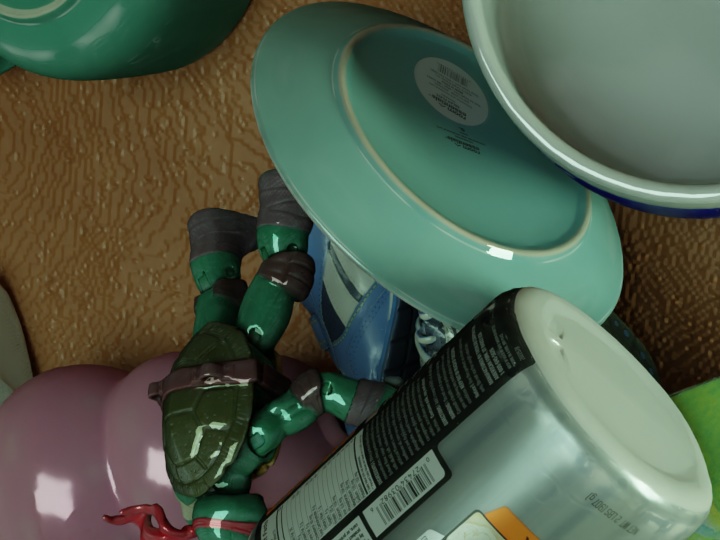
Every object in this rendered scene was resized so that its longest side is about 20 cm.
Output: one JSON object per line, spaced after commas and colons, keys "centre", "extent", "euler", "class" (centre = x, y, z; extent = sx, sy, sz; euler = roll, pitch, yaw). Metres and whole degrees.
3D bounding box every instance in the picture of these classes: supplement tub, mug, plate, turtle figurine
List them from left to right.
{"centre": [-0.145, -0.159, 1.020], "extent": [0.152, 0.114, 0.186], "euler": [27, 109, 20], "class": "mug"}
{"centre": [-0.046, 0.061, 0.914], "extent": [0.149, 0.101, 0.201], "euler": [-13, 66, 34], "class": "turtle figurine"}
{"centre": [0.035, 0.113, 0.820], "extent": [0.200, 0.122, 0.123], "euler": [-44, 78, 20], "class": "supplement tub"}
{"centre": [0.042, -0.053, 0.895], "extent": [0.200, 0.200, 0.026], "euler": [49, 128, 12], "class": "plate"}

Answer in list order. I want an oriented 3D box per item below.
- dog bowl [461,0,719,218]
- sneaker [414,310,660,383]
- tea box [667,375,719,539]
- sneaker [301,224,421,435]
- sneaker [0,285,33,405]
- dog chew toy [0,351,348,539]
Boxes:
{"centre": [0.146, -0.124, 0.867], "extent": [0.199, 0.079, 0.201], "euler": [-1, 85, 11], "class": "dog bowl"}
{"centre": [0.053, 0.022, 0.941], "extent": [0.085, 0.077, 0.200], "euler": [-33, 107, 28], "class": "sneaker"}
{"centre": [0.147, 0.170, 0.890], "extent": [0.196, 0.133, 0.201], "euler": [-24, 69, 26], "class": "tea box"}
{"centre": [0.000, 0.000, 1.001], "extent": [0.082, 0.074, 0.201], "euler": [-2, 92, 32], "class": "sneaker"}
{"centre": [-0.220, 0.107, 1.130], "extent": [0.088, 0.075, 0.201], "euler": [-20, 79, 32], "class": "sneaker"}
{"centre": [-0.099, 0.098, 1.040], "extent": [0.199, 0.124, 0.125], "euler": [-17, 90, 19], "class": "dog chew toy"}
